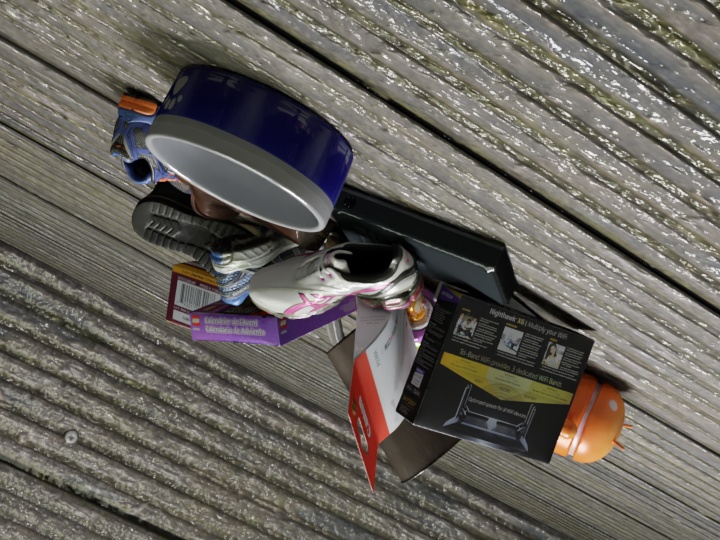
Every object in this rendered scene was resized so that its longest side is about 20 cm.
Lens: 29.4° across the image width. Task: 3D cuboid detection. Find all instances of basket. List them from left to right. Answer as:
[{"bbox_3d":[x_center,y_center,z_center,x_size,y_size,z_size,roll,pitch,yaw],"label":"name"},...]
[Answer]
[{"bbox_3d":[0.058,0.156,1.872,0.201,0.180,0.136,52,140,1],"label":"basket"}]

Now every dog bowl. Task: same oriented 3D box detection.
[{"bbox_3d":[-0.109,-0.119,1.369,0.198,0.079,0.200,24,169,5],"label":"dog bowl"}]

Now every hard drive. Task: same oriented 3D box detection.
[{"bbox_3d":[0.072,-0.025,1.520,0.198,0.033,0.140,22,168,18],"label":"hard drive"}]

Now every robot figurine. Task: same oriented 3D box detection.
[{"bbox_3d":[0.268,0.183,1.842,0.198,0.117,0.144,23,158,13],"label":"robot figurine"}]

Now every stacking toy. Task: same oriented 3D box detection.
[{"bbox_3d":[0.067,0.059,1.718,0.108,0.117,0.200,12,162,7],"label":"stacking toy"}]

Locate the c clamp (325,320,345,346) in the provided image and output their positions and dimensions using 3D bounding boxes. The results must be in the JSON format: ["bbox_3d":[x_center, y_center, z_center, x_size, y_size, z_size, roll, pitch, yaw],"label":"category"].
[{"bbox_3d":[0.000,0.081,1.989,0.170,0.027,0.201,30,145,29],"label":"c clamp"}]

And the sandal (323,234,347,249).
[{"bbox_3d":[0.000,0.000,1.691,0.080,0.055,0.200,23,-179,20],"label":"sandal"}]

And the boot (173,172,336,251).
[{"bbox_3d":[-0.107,-0.066,1.591,0.198,0.065,0.186,25,174,21],"label":"boot"}]

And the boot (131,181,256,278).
[{"bbox_3d":[-0.186,-0.061,1.764,0.199,0.078,0.139,30,-158,-10],"label":"boot"}]

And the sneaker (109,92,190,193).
[{"bbox_3d":[-0.240,-0.132,1.587,0.075,0.079,0.200,21,168,23],"label":"sneaker"}]

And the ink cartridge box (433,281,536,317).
[{"bbox_3d":[0.184,0.071,1.704,0.099,0.040,0.200,14,163,44],"label":"ink cartridge box"}]

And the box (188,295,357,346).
[{"bbox_3d":[-0.099,0.048,1.718,0.136,0.040,0.199,1,-167,33],"label":"box"}]

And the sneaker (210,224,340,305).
[{"bbox_3d":[-0.103,-0.008,1.663,0.077,0.086,0.199,15,-158,42],"label":"sneaker"}]

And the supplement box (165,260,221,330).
[{"bbox_3d":[-0.173,0.034,1.973,0.109,0.087,0.199,18,-165,29],"label":"supplement box"}]

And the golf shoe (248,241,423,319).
[{"bbox_3d":[-0.034,0.000,1.511,0.197,0.073,0.092,-7,147,13],"label":"golf shoe"}]

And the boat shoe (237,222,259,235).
[{"bbox_3d":[-0.113,-0.017,1.869,0.071,0.065,0.199,33,166,-36],"label":"boat shoe"}]

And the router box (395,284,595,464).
[{"bbox_3d":[0.157,0.122,1.590,0.198,0.159,0.052,19,-176,-27],"label":"router box"}]

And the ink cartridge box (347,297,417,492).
[{"bbox_3d":[0.028,0.123,1.562,0.056,0.202,0.163,-7,138,8],"label":"ink cartridge box"}]
